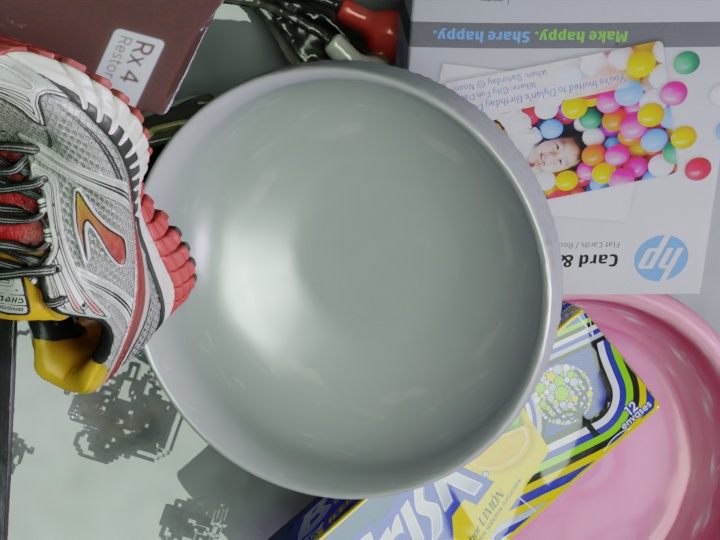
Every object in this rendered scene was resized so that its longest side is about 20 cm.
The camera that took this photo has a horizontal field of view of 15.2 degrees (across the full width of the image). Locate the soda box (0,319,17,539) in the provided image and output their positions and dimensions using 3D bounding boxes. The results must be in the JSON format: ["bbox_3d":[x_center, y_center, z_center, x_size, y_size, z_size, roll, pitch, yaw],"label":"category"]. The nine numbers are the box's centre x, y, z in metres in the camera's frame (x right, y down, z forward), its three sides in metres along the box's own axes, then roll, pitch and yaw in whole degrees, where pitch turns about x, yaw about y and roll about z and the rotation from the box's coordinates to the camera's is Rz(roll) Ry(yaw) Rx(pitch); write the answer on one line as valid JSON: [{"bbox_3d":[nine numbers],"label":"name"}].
[{"bbox_3d":[-0.191,0.068,1.239,0.063,0.071,0.201,3,118,-7],"label":"soda box"}]

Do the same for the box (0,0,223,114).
[{"bbox_3d":[-0.130,-0.207,1.146,0.164,0.201,0.166,15,132,-18],"label":"box"}]

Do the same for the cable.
[{"bbox_3d":[-0.030,-0.127,1.290,0.200,0.050,0.097,34,93,-18],"label":"cable"}]

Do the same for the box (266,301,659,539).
[{"bbox_3d":[0.042,0.102,1.284,0.200,0.070,0.064,-41,100,-4],"label":"box"}]

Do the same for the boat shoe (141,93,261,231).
[{"bbox_3d":[-0.138,-0.022,1.275,0.201,0.060,0.072,-28,106,-9],"label":"boat shoe"}]

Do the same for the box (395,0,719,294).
[{"bbox_3d":[0.094,-0.081,1.267,0.155,0.041,0.201,0,125,-6],"label":"box"}]

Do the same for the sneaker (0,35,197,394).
[{"bbox_3d":[-0.128,-0.022,1.121,0.082,0.078,0.200,-58,146,-28],"label":"sneaker"}]

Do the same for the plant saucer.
[{"bbox_3d":[0.103,0.099,1.362,0.200,0.051,0.202,-2,98,-14],"label":"plant saucer"}]

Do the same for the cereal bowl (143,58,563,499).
[{"bbox_3d":[0.000,0.000,1.227,0.199,0.083,0.201,3,101,18],"label":"cereal bowl"}]
